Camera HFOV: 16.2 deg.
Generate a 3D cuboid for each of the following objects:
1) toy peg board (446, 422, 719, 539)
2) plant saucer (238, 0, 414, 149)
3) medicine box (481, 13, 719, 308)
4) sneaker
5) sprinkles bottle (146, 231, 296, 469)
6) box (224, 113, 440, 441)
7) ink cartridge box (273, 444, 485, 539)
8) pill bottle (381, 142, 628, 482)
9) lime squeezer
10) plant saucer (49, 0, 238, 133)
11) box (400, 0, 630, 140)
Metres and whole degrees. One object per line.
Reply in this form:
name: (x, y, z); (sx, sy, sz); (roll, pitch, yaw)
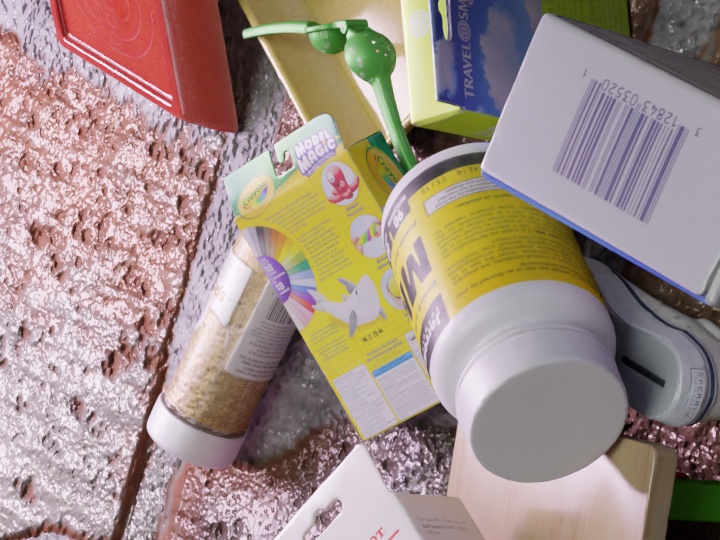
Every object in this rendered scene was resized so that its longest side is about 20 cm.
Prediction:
toy peg board: (0.141, 0.193, 1.544); (0.199, 0.098, 0.200); (11, 92, 58)
plant saucer: (0.022, -0.188, 1.712); (0.200, 0.048, 0.200); (-45, 57, 29)
medicine box: (0.205, -0.051, 1.425); (0.182, 0.200, 0.103); (32, 104, 40)
sneaker: (0.173, 0.048, 1.536); (0.200, 0.071, 0.073); (46, 122, 59)
sprinkles bottle: (-0.080, 0.039, 1.764); (0.068, 0.068, 0.200); (39, 110, 38)
box: (0.000, 0.000, 1.657); (0.117, 0.048, 0.200); (-29, 92, 39)
ink cartridge box: (0.033, 0.213, 1.511); (0.117, 0.067, 0.200); (-49, 54, 26)
pill bottle: (0.086, 0.024, 1.506); (0.114, 0.114, 0.200); (-52, 33, 25)
lime squeezer: (-0.010, -0.139, 1.688); (0.200, 0.038, 0.071); (42, 144, 36)
plant saucer: (-0.175, -0.208, 1.828); (0.200, 0.037, 0.200); (33, 143, 40)
box: (0.092, -0.139, 1.539); (0.048, 0.200, 0.122); (-16, 74, 40)
